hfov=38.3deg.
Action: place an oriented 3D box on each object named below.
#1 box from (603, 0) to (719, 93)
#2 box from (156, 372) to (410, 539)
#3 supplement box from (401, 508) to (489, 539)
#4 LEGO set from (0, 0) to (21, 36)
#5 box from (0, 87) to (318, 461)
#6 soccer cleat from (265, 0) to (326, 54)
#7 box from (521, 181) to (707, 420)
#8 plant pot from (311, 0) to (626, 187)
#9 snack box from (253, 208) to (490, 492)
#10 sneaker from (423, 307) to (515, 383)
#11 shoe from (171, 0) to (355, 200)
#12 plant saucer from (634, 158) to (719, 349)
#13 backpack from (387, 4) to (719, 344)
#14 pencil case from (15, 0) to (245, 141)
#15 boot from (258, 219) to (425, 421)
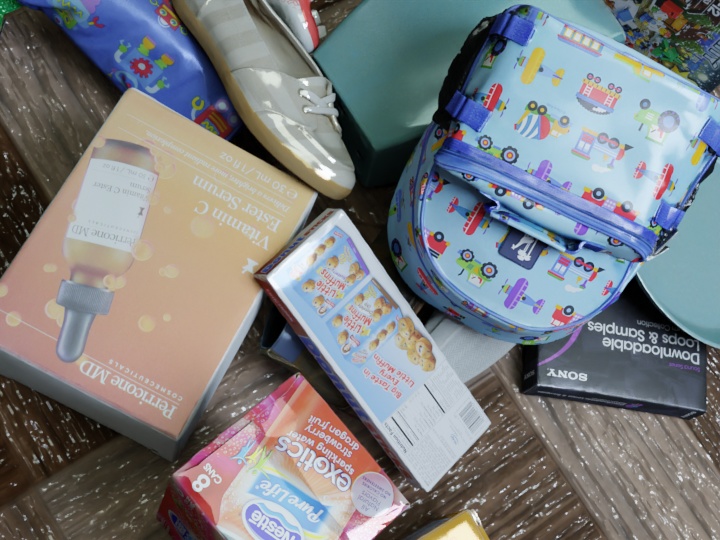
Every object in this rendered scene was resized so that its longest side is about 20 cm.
[{"bbox_3d":[0.227,-0.191,0.814,0.137,0.200,0.038,36,71,2],"label":"box"},{"bbox_3d":[-0.058,0.149,0.642,0.095,0.200,0.100,-38,83,-22],"label":"box"},{"bbox_3d":[0.002,0.238,0.699,0.200,0.069,0.067,-26,80,-17],"label":"supplement box"},{"bbox_3d":[-0.338,-0.148,0.742,0.154,0.116,0.200,11,77,-43],"label":"LEGO set"},{"bbox_3d":[-0.145,0.006,0.720,0.152,0.106,0.200,28,68,-2],"label":"box"},{"bbox_3d":[-0.092,-0.226,0.808,0.085,0.069,0.200,-24,55,-9],"label":"soccer cleat"},{"bbox_3d":[0.206,0.011,0.832,0.143,0.036,0.200,9,72,-9],"label":"box"},{"bbox_3d":[0.067,-0.161,0.806,0.200,0.141,0.141,-31,81,-12],"label":"plant pot"},{"bbox_3d":[0.013,0.057,0.712,0.072,0.024,0.200,-43,112,-19],"label":"snack box"},{"bbox_3d":[0.088,-0.006,0.801,0.200,0.074,0.116,-45,53,-1],"label":"sneaker"},{"bbox_3d":[-0.061,-0.138,0.724,0.053,0.070,0.200,-40,79,23],"label":"shoe"},{"bbox_3d":[0.277,-0.030,0.823,0.200,0.036,0.200,7,73,-22],"label":"plant saucer"},{"bbox_3d":[0.114,-0.049,0.675,0.183,0.135,0.200,30,96,-2],"label":"backpack"},{"bbox_3d":[-0.161,-0.166,0.764,0.200,0.087,0.078,42,35,-17],"label":"pencil case"},{"bbox_3d":[0.000,0.000,0.758,0.097,0.075,0.200,28,68,-26],"label":"boot"}]
